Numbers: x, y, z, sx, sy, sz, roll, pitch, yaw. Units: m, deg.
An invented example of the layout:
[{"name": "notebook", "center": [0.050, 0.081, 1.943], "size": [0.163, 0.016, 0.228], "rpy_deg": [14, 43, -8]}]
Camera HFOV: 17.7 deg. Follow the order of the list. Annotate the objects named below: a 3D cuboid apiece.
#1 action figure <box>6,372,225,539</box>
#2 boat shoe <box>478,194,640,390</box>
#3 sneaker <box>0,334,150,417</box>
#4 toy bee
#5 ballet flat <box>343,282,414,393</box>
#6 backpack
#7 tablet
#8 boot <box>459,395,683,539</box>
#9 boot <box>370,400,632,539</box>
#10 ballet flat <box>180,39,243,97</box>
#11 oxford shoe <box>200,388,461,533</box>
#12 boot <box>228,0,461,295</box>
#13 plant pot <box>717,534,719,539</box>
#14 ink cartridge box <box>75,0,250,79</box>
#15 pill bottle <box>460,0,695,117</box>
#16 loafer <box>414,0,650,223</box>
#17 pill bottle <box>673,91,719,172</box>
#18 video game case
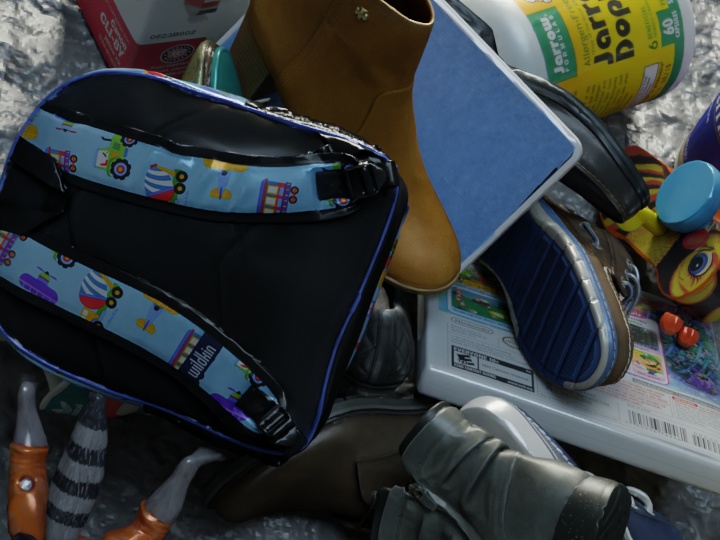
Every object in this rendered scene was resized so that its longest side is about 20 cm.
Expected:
[{"name": "action figure", "center": [-0.188, 0.148, 1.183], "size": [0.200, 0.105, 0.194], "rpy_deg": [24, 80, 0]}, {"name": "boat shoe", "center": [0.128, 0.004, 1.377], "size": [0.072, 0.072, 0.200], "rpy_deg": [12, 30, -25]}, {"name": "sneaker", "center": [-0.172, -0.003, 1.325], "size": [0.093, 0.070, 0.200], "rpy_deg": [-6, 63, -33]}, {"name": "toy bee", "center": [0.204, -0.013, 1.446], "size": [0.131, 0.200, 0.109], "rpy_deg": [35, 85, -14]}, {"name": "ballet flat", "center": [0.000, 0.000, 1.372], "size": [0.066, 0.057, 0.200], "rpy_deg": [6, 30, -18]}, {"name": "backpack", "center": [-0.091, -0.010, 1.221], "size": [0.200, 0.135, 0.183], "rpy_deg": [19, 92, 4]}, {"name": "tablet", "center": [0.019, -0.097, 1.359], "size": [0.200, 0.130, 0.014], "rpy_deg": [46, 10, 3]}, {"name": "boot", "center": [0.127, 0.145, 1.326], "size": [0.090, 0.073, 0.200], "rpy_deg": [-38, 105, -43]}, {"name": "boot", "center": [0.063, 0.180, 1.269], "size": [0.131, 0.200, 0.068], "rpy_deg": [21, 12, 25]}, {"name": "ballet flat", "center": [-0.089, -0.031, 1.329], "size": [0.071, 0.071, 0.200], "rpy_deg": [-23, 109, -33]}, {"name": "oxford shoe", "center": [0.005, 0.118, 1.316], "size": [0.200, 0.073, 0.084], "rpy_deg": [-11, 65, -28]}, {"name": "boot", "center": [0.010, -0.093, 1.285], "size": [0.071, 0.144, 0.201], "rpy_deg": [-34, 81, -38]}, {"name": "plant pot", "center": [0.303, 0.195, 1.297], "size": [0.200, 0.200, 0.176], "rpy_deg": [31, 34, -22]}, {"name": "ink cartridge box", "center": [-0.077, -0.211, 1.424], "size": [0.145, 0.200, 0.083], "rpy_deg": [-13, 63, -29]}, {"name": "pill bottle", "center": [0.112, -0.143, 1.511], "size": [0.200, 0.113, 0.113], "rpy_deg": [-20, 67, -32]}, {"name": "loafer", "center": [0.084, -0.088, 1.393], "size": [0.200, 0.073, 0.072], "rpy_deg": [38, 78, 4]}, {"name": "pill bottle", "center": [0.295, -0.102, 1.502], "size": [0.116, 0.200, 0.116], "rpy_deg": [11, 54, -16]}, {"name": "video game case", "center": [0.129, 0.049, 1.402], "size": [0.200, 0.024, 0.182], "rpy_deg": [19, 28, -9]}]
